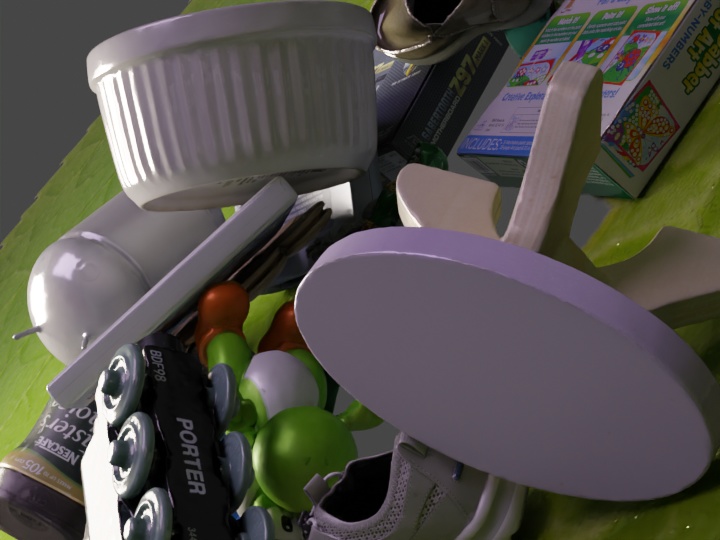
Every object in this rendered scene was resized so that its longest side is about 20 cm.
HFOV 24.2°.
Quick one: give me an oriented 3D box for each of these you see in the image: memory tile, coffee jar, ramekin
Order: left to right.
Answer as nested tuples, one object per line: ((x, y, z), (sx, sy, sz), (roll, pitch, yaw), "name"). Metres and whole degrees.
((-0.215, 0.133, 1.352), (0.201, 0.103, 0.086), (-62, -11, -23), "coffee jar")
((-0.103, 0.031, 1.200), (0.200, 0.017, 0.153), (-47, 8, -24), "memory tile")
((-0.080, -0.105, 1.133), (0.200, 0.198, 0.106), (-17, 82, 61), "ramekin")

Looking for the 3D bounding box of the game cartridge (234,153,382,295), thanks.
((-0.042, -0.062, 1.289), (0.199, 0.040, 0.135), (-18, 81, 60), "game cartridge")

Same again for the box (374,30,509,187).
((0.026, -0.126, 1.330), (0.199, 0.051, 0.159), (-17, 39, 60), "box")

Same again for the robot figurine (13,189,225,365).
((-0.179, 0.006, 1.300), (0.168, 0.114, 0.200), (-8, 24, 38), "robot figurine")

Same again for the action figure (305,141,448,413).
((0.000, 0.000, 1.150), (0.201, 0.055, 0.118), (-58, 30, -5), "action figure")

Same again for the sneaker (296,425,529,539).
((-0.002, 0.131, 0.861), (0.200, 0.082, 0.075), (-42, 20, 39), "sneaker")

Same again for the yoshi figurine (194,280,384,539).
((-0.042, 0.085, 1.009), (0.111, 0.112, 0.201), (-23, 44, 6), "yoshi figurine")

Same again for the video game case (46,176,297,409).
((-0.125, 0.020, 1.135), (0.200, 0.023, 0.182), (-43, 1, -7), "video game case")

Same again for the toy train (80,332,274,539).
((-0.109, 0.129, 0.909), (0.114, 0.084, 0.201), (-58, 33, 31), "toy train")

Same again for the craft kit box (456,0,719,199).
((0.163, -0.138, 1.029), (0.199, 0.048, 0.200), (-57, 18, -6), "craft kit box")

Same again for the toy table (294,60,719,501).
((0.083, 0.013, 0.766), (0.117, 0.198, 0.185), (-53, -19, -39), "toy table")

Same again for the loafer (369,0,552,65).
((0.057, -0.197, 1.182), (0.199, 0.069, 0.076), (-13, 69, 58), "loafer")

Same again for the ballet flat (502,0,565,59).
((0.122, -0.209, 1.208), (0.201, 0.063, 0.076), (-117, 36, -46), "ballet flat")

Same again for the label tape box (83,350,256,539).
((-0.125, 0.145, 1.175), (0.143, 0.066, 0.200), (-46, 17, 15), "label tape box")
